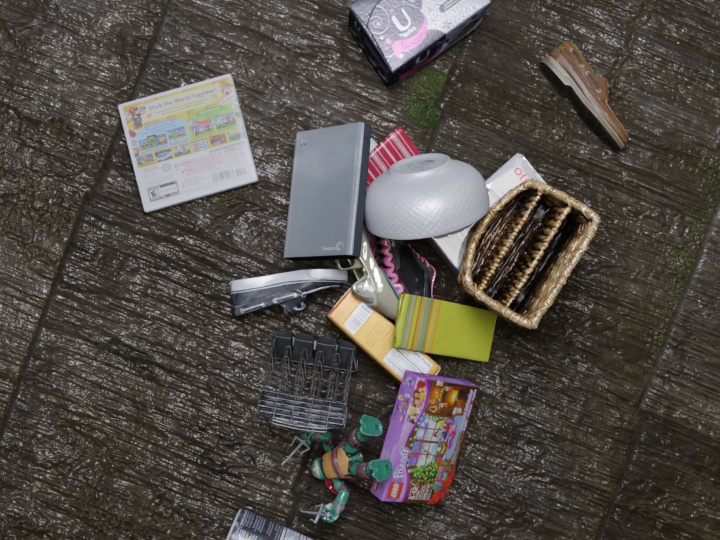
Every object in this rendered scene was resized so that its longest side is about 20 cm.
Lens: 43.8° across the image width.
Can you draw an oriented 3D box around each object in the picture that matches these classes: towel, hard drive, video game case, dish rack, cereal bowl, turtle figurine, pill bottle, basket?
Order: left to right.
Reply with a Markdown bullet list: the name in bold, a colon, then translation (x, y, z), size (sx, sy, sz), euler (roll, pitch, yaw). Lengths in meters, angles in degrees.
- **video game case**: translation (-0.285, -0.211, 1.488), size (0.196, 0.023, 0.186), euler (-15, 88, -1)
- **pill bottle**: translation (-0.123, 0.466, 1.421), size (0.197, 0.106, 0.108), euler (24, 87, 0)
- **dish rack**: translation (-0.083, 0.177, 1.395), size (0.150, 0.202, 0.055), euler (8, 128, 0)
- **hard drive**: translation (-0.050, -0.117, 1.375), size (0.137, 0.033, 0.205), euler (-2, 79, 38)
- **turtle figurine**: translation (-0.038, 0.304, 1.414), size (0.199, 0.100, 0.152), euler (-31, 85, 40)
- **towel**: translation (0.029, -0.116, 1.459), size (0.200, 0.022, 0.145), euler (-43, 120, -3)
- **cereal bowl**: translation (0.095, -0.122, 1.358), size (0.196, 0.201, 0.085), euler (-14, 112, -1)
- **towel**: translation (0.136, 0.094, 1.438), size (0.197, 0.018, 0.088), euler (12, 91, -33)
- **basket**: translation (0.240, -0.033, 1.344), size (0.141, 0.149, 0.202), euler (34, 90, -3)

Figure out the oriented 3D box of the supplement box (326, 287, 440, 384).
- **supplement box**: translation (0.037, 0.117, 1.459), size (0.200, 0.067, 0.069), euler (44, 84, 0)

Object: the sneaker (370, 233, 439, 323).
- **sneaker**: translation (0.079, -0.004, 1.455), size (0.094, 0.079, 0.204), euler (-21, 106, -12)

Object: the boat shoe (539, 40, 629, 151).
- **boat shoe**: translation (0.384, -0.292, 1.478), size (0.068, 0.072, 0.201), euler (-39, 89, -1)

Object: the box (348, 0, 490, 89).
- **box**: translation (0.093, -0.414, 1.457), size (0.198, 0.115, 0.133), euler (-35, 88, -2)

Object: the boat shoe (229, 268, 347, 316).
- **boat shoe**: translation (-0.114, 0.038, 1.456), size (0.195, 0.072, 0.069), euler (-8, 86, 1)

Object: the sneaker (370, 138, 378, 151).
- **sneaker**: translation (-0.033, -0.132, 1.463), size (0.084, 0.073, 0.201), euler (39, 86, 3)

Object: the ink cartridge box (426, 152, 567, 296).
- **ink cartridge box**: translation (0.224, -0.068, 1.460), size (0.199, 0.084, 0.145), euler (-41, 90, -2)

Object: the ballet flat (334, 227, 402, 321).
- **ballet flat**: translation (0.000, 0.000, 1.411), size (0.068, 0.069, 0.203), euler (-27, 89, -2)

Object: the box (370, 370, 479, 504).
- **box**: translation (0.104, 0.267, 1.421), size (0.135, 0.039, 0.204), euler (12, 96, -35)
